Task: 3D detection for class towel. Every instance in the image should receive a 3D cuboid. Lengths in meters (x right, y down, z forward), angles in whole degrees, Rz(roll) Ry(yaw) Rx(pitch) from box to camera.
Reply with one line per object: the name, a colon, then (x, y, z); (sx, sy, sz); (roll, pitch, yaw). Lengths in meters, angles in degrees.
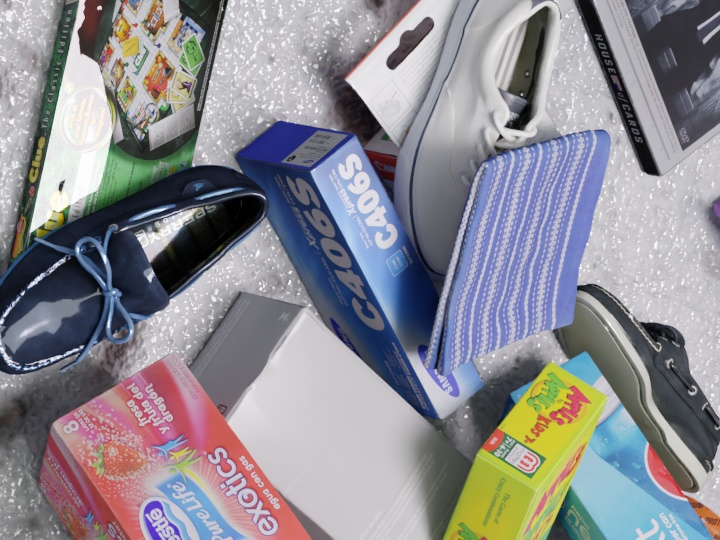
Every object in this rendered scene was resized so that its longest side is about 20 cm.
towel: (0.108, -0.014, 1.635); (0.200, 0.024, 0.145); (-18, 125, -61)

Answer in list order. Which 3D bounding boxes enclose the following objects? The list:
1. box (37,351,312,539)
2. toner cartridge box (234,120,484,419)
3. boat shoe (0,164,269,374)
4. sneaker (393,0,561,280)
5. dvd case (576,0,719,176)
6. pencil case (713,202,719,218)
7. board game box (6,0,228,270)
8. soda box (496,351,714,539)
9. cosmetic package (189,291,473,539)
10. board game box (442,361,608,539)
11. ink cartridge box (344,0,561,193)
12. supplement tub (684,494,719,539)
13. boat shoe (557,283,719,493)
box: (-0.102, 0.167, 1.530); (0.094, 0.103, 0.200); (-30, 74, -25)
toner cartridge box: (0.000, 0.000, 1.633); (0.043, 0.095, 0.200); (-39, 117, -21)
boat shoe: (-0.144, -0.008, 1.524); (0.200, 0.069, 0.084); (-41, 117, -20)
sneaker: (0.076, -0.090, 1.622); (0.073, 0.071, 0.201); (13, 90, -34)
dvd case: (0.255, -0.183, 1.814); (0.200, 0.025, 0.151); (-36, 117, -23)
pencil case: (0.325, 0.026, 1.868); (0.085, 0.084, 0.201); (-20, 109, -5)
board game box: (-0.150, -0.088, 1.561); (0.104, 0.023, 0.201); (12, 91, -36)
soda box: (0.177, 0.160, 1.725); (0.068, 0.064, 0.200); (-28, 72, -17)
cosmetic package: (-0.023, 0.115, 1.645); (0.200, 0.090, 0.107); (45, 73, -28)
board game box: (0.096, 0.164, 1.669); (0.102, 0.048, 0.200); (-47, 163, -41)
ink cartridge box: (0.065, -0.091, 1.688); (0.109, 0.050, 0.200); (-47, 119, -18)
supplement tub: (0.184, 0.258, 1.785); (0.200, 0.122, 0.123); (-43, 119, -21)
boat shoe: (0.208, 0.071, 1.798); (0.066, 0.074, 0.200); (-48, 119, -22)
